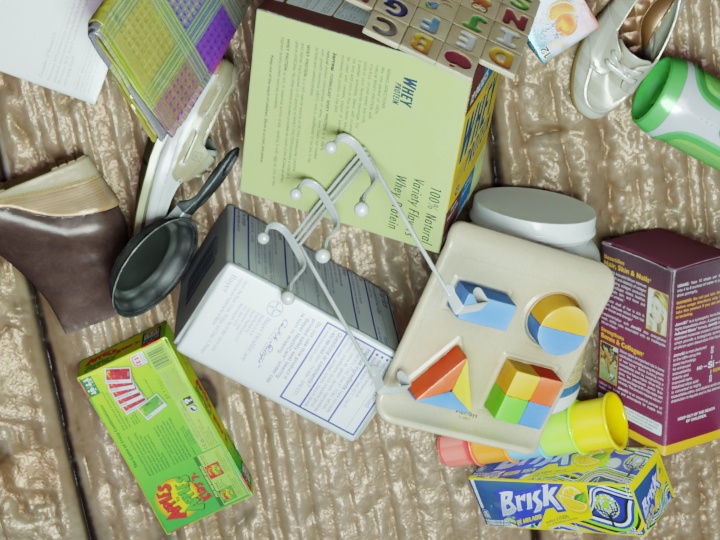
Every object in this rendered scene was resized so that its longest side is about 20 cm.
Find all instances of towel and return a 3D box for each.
[{"bbox_3d":[-0.171,-0.232,1.483,0.023,0.200,0.144,2,140,33],"label":"towel"}]

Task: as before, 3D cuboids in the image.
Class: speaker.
[{"bbox_3d":[0.371,-0.135,1.616,0.200,0.088,0.089,26,105,-13],"label":"speaker"}]

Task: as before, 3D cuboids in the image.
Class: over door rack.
[{"bbox_3d":[0.000,0.000,1.444,0.200,0.067,0.148,52,133,12],"label":"over door rack"}]

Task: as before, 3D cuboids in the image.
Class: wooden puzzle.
[{"bbox_3d":[0.131,0.071,1.519,0.185,0.046,0.200,15,105,-25],"label":"wooden puzzle"}]

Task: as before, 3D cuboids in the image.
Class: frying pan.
[{"bbox_3d":[-0.189,-0.036,1.566,0.031,0.115,0.190,36,120,22],"label":"frying pan"}]

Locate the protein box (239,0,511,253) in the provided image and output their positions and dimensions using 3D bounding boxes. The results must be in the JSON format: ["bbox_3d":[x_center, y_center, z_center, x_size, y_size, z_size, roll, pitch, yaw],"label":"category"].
[{"bbox_3d":[0.013,-0.156,1.493,0.199,0.135,0.199,18,129,11],"label":"protein box"}]

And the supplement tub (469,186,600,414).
[{"bbox_3d":[0.159,0.030,1.625,0.144,0.145,0.201,5,108,-6],"label":"supplement tub"}]

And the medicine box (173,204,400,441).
[{"bbox_3d":[-0.069,0.048,1.592,0.200,0.182,0.103,30,105,-13],"label":"medicine box"}]

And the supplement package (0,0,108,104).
[{"bbox_3d":[-0.317,-0.250,1.502,0.199,0.117,0.118,19,107,-12],"label":"supplement package"}]

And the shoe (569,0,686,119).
[{"bbox_3d":[0.266,-0.236,1.589,0.070,0.053,0.200,24,105,-12],"label":"shoe"}]

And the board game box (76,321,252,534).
[{"bbox_3d":[-0.200,0.164,1.693,0.101,0.048,0.200,-25,109,5],"label":"board game box"}]

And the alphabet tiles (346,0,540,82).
[{"bbox_3d":[0.071,-0.237,1.421,0.166,0.200,0.006,25,131,-2],"label":"alphabet tiles"}]

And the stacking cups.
[{"bbox_3d":[0.172,0.172,1.680,0.200,0.061,0.061,-14,112,27],"label":"stacking cups"}]

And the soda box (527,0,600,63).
[{"bbox_3d":[0.147,-0.300,1.552,0.068,0.064,0.200,-32,108,7],"label":"soda box"}]

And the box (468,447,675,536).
[{"bbox_3d":[0.214,0.224,1.679,0.200,0.070,0.064,-4,116,41],"label":"box"}]

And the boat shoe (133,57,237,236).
[{"bbox_3d":[-0.172,-0.117,1.582,0.068,0.075,0.200,12,115,-15],"label":"boat shoe"}]

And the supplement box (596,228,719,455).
[{"bbox_3d":[0.307,0.070,1.658,0.085,0.110,0.201,-12,112,-30],"label":"supplement box"}]

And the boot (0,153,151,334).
[{"bbox_3d":[-0.322,-0.009,1.608,0.199,0.072,0.167,-20,108,-2],"label":"boot"}]
